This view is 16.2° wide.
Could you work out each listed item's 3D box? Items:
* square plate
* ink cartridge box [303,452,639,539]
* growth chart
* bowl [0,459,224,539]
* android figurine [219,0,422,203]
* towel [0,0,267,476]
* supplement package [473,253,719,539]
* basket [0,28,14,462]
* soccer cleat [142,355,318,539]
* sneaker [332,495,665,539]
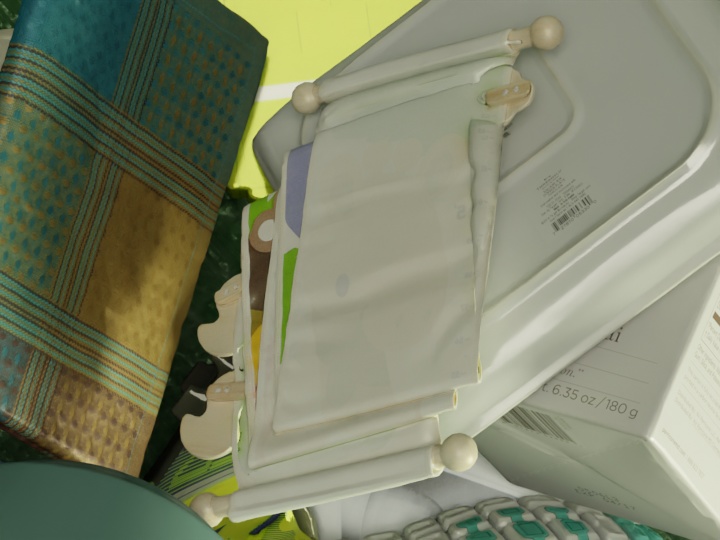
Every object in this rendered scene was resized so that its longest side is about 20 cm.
[{"bbox_3d":[0.061,-0.053,0.981,0.200,0.028,0.199,-37,47,10],"label":"square plate"},{"bbox_3d":[0.032,0.173,1.084,0.199,0.041,0.201,-11,88,-2],"label":"ink cartridge box"},{"bbox_3d":[0.000,0.000,0.958,0.144,0.018,0.201,-7,61,36],"label":"growth chart"},{"bbox_3d":[-0.112,0.145,0.938,0.200,0.201,0.105,17,48,-1],"label":"bowl"},{"bbox_3d":[-0.012,-0.103,1.095,0.181,0.041,0.201,-9,86,-3],"label":"android figurine"},{"bbox_3d":[-0.103,-0.030,0.979,0.022,0.147,0.201,6,70,31],"label":"towel"},{"bbox_3d":[0.123,-0.011,1.015,0.121,0.120,0.201,14,70,35],"label":"supplement package"},{"bbox_3d":[-0.191,0.001,1.047,0.175,0.139,0.201,1,122,-1],"label":"basket"},{"bbox_3d":[-0.065,0.110,1.051,0.083,0.065,0.201,33,108,-5],"label":"soccer cleat"},{"bbox_3d":[0.035,0.152,1.038,0.199,0.078,0.092,-10,111,-5],"label":"sneaker"}]
